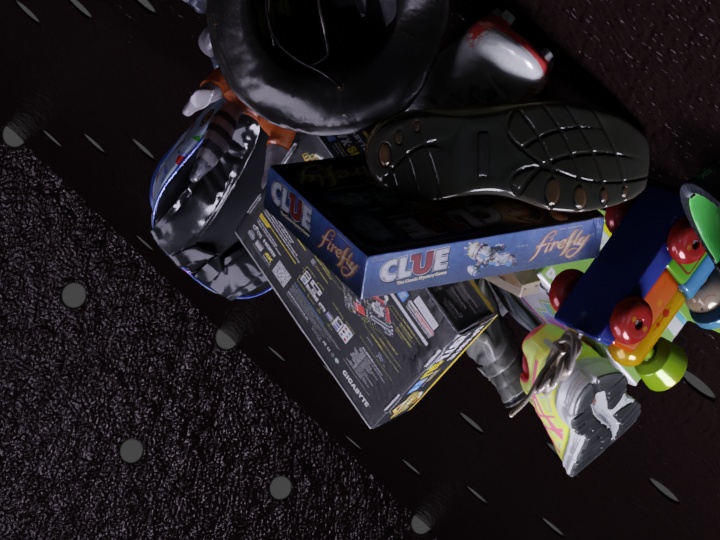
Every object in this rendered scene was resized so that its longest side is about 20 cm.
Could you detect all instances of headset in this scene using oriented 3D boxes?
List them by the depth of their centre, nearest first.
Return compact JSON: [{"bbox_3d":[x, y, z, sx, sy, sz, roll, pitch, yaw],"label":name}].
[{"bbox_3d":[0.292,0.009,1.477,0.201,0.094,0.124,55,174,5],"label":"headset"}]

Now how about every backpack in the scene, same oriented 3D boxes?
[{"bbox_3d":[-0.109,-0.078,2.129,0.200,0.191,0.154,44,-175,-15],"label":"backpack"}]

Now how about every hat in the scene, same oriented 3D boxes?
[{"bbox_3d":[-0.011,-0.191,1.579,0.200,0.202,0.081,37,-150,17],"label":"hat"}]

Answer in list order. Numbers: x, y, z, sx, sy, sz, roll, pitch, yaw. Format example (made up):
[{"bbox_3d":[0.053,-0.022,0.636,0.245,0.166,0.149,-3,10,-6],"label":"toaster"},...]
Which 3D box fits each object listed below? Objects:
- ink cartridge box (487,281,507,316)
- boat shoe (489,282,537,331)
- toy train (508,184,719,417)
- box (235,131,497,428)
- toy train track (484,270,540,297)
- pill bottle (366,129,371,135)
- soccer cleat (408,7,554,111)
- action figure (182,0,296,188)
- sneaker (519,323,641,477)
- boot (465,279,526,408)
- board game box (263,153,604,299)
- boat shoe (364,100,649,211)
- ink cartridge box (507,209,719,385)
[{"bbox_3d":[0.044,-0.048,1.954,0.200,0.084,0.146,45,178,-24],"label":"ink cartridge box"},{"bbox_3d":[0.124,-0.032,1.871,0.201,0.073,0.067,59,175,-31],"label":"boat shoe"},{"bbox_3d":[0.190,0.050,1.592,0.116,0.201,0.084,43,170,-38],"label":"toy train"},{"bbox_3d":[0.000,0.000,1.704,0.201,0.049,0.160,54,140,13],"label":"box"},{"bbox_3d":[0.062,-0.033,1.759,0.199,0.033,0.114,29,-151,37],"label":"toy train track"},{"bbox_3d":[0.035,-0.105,1.733,0.199,0.113,0.113,34,168,33],"label":"pill bottle"},{"bbox_3d":[0.075,-0.130,1.570,0.069,0.085,0.200,43,169,-12],"label":"soccer cleat"},{"bbox_3d":[-0.115,-0.173,1.827,0.199,0.105,0.194,32,-145,-22],"label":"action figure"},{"bbox_3d":[0.171,0.097,1.802,0.090,0.078,0.200,45,167,22],"label":"sneaker"},{"bbox_3d":[0.101,0.055,1.808,0.131,0.067,0.200,56,-170,-8],"label":"boot"},{"bbox_3d":[0.052,-0.040,1.546,0.135,0.198,0.035,42,132,45],"label":"board game box"},{"bbox_3d":[0.098,-0.085,1.527,0.198,0.076,0.074,4,-170,-12],"label":"boat shoe"},{"bbox_3d":[0.200,0.021,1.759,0.148,0.076,0.200,47,169,-28],"label":"ink cartridge box"}]
